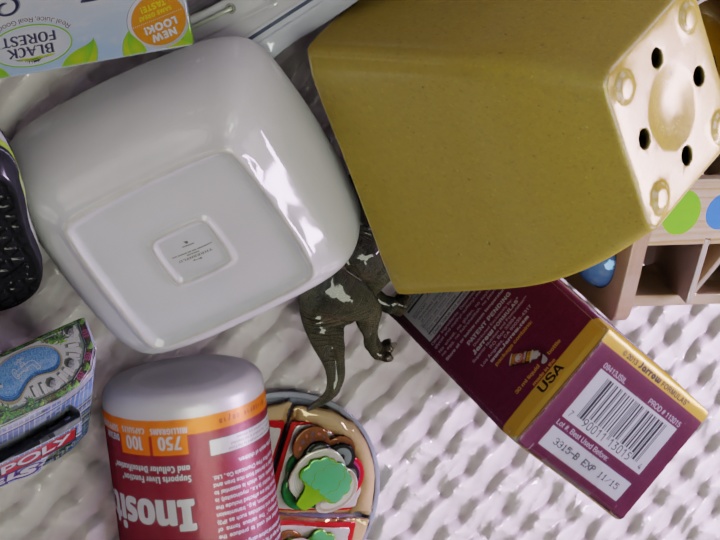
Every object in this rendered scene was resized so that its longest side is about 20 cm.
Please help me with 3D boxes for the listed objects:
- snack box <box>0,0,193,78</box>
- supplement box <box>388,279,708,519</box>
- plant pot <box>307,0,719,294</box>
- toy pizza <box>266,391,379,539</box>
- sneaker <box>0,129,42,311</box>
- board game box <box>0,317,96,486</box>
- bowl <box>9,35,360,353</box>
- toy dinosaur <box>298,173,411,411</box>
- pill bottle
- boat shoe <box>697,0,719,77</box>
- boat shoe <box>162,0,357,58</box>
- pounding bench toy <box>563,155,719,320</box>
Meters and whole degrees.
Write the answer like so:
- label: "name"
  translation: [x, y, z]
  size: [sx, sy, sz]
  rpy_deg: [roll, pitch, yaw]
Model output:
- label: "snack box"
  translation: [-0.209, -0.190, 1.451]
  size: [0.198, 0.053, 0.143]
  rpy_deg: [-11, 122, -4]
- label: "supplement box"
  translation: [0.128, 0.063, 1.705]
  size: [0.131, 0.200, 0.103]
  rpy_deg: [37, 95, -37]
- label: "plant pot"
  translation: [0.122, -0.109, 1.562]
  size: [0.196, 0.199, 0.195]
  rpy_deg: [-47, 128, -37]
- label: "toy pizza"
  translation: [-0.072, 0.181, 1.764]
  size: [0.199, 0.032, 0.202]
  rpy_deg: [-13, 120, -23]
- label: "sneaker"
  translation: [-0.240, -0.045, 1.521]
  size: [0.071, 0.083, 0.201]
  rpy_deg: [-10, 150, -15]
- label: "board game box"
  translation: [-0.254, 0.109, 1.538]
  size: [0.199, 0.062, 0.200]
  rpy_deg: [-25, 167, -15]
- label: "bowl"
  translation: [-0.112, -0.034, 1.563]
  size: [0.199, 0.075, 0.200]
  rpy_deg: [-23, 129, 12]
- label: "toy dinosaur"
  translation: [0.000, 0.000, 1.695]
  size: [0.102, 0.077, 0.201]
  rpy_deg: [30, 103, -24]
- label: "pill bottle"
  translation: [-0.111, 0.167, 1.657]
  size: [0.112, 0.113, 0.202]
  rpy_deg: [-12, 104, -23]
- label: "boat shoe"
  translation: [0.229, -0.183, 1.647]
  size: [0.070, 0.070, 0.202]
  rpy_deg: [-8, 76, -17]
- label: "boat shoe"
  translation: [-0.044, -0.189, 1.557]
  size: [0.200, 0.074, 0.067]
  rpy_deg: [-39, 105, -4]
- label: "pounding bench toy"
  translation: [0.221, -0.082, 1.727]
  size: [0.155, 0.124, 0.202]
  rpy_deg: [-1, 115, -27]
